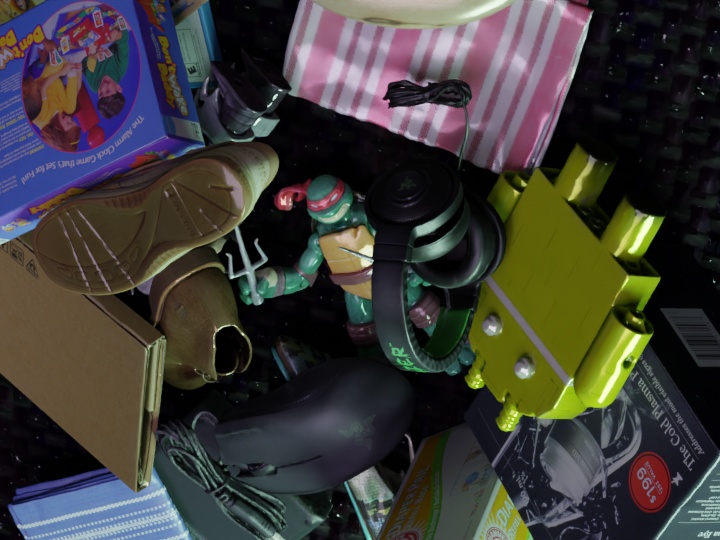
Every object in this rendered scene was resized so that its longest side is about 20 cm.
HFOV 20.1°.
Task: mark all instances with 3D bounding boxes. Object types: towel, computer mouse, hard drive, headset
[{"bbox_3d":[0.048,-0.153,1.403,0.199,0.030,0.147,21,123,6],"label":"towel"},{"bbox_3d":[-0.045,0.134,1.501,0.200,0.053,0.139,-31,117,27],"label":"computer mouse"},{"bbox_3d":[-0.137,0.200,1.669,0.140,0.033,0.200,45,123,-9],"label":"hard drive"},{"bbox_3d":[-0.191,0.250,1.688,0.144,0.024,0.201,-16,114,24],"label":"towel"},{"bbox_3d":[0.039,-0.033,1.358,0.094,0.201,0.123,5,165,27],"label":"headset"}]

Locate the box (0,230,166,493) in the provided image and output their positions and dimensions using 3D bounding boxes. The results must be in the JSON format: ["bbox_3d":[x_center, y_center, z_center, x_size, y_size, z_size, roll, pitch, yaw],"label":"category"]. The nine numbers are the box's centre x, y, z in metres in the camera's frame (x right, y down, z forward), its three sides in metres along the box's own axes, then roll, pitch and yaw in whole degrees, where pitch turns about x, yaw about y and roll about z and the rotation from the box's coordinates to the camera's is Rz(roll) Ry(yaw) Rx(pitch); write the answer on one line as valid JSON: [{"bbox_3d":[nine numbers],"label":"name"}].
[{"bbox_3d":[-0.228,0.057,1.560,0.200,0.021,0.164,37,139,26],"label":"box"}]

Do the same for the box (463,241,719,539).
[{"bbox_3d":[0.189,0.112,1.400,0.104,0.200,0.183,1,133,-34],"label":"box"}]

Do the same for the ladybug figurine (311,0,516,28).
[{"bbox_3d":[0.029,-0.226,1.328,0.199,0.072,0.137,10,95,7],"label":"ladybug figurine"}]

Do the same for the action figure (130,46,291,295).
[{"bbox_3d":[-0.119,-0.060,1.462,0.069,0.130,0.200,42,117,22],"label":"action figure"}]

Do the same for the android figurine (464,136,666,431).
[{"bbox_3d":[0.130,0.016,1.368,0.041,0.182,0.200,5,127,-37],"label":"android figurine"}]

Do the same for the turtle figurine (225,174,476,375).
[{"bbox_3d":[0.000,0.000,1.468,0.149,0.101,0.200,-10,129,33],"label":"turtle figurine"}]

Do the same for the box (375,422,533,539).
[{"bbox_3d":[0.088,0.203,1.493,0.101,0.200,0.113,-23,109,29],"label":"box"}]

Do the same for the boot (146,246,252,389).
[{"bbox_3d":[-0.119,0.059,1.510,0.076,0.073,0.200,58,164,17],"label":"boot"}]

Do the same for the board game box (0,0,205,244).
[{"bbox_3d":[-0.214,-0.115,1.429,0.199,0.045,0.135,-22,74,28],"label":"board game box"}]

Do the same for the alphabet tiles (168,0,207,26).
[{"bbox_3d":[-0.182,-0.257,1.415,0.166,0.006,0.200,-33,101,30],"label":"alphabet tiles"}]

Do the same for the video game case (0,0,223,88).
[{"bbox_3d":[-0.205,-0.196,1.472,0.199,0.018,0.144,-2,119,20],"label":"video game case"}]

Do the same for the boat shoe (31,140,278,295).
[{"bbox_3d":[-0.139,-0.036,1.382,0.199,0.065,0.072,-17,105,35],"label":"boat shoe"}]

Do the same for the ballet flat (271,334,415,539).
[{"bbox_3d":[0.000,0.124,1.569,0.074,0.074,0.201,-15,115,26],"label":"ballet flat"}]
